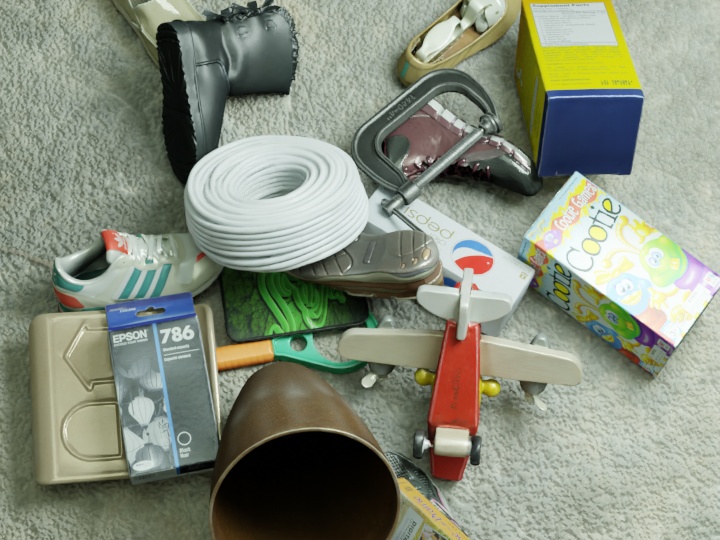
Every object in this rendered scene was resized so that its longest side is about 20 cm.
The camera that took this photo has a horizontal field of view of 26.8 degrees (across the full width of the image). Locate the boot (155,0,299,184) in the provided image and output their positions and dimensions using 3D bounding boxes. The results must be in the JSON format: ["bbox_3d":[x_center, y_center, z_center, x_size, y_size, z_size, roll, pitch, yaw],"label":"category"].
[{"bbox_3d":[-0.147,-0.209,1.734,0.161,0.073,0.201,-16,109,-36],"label":"boot"}]

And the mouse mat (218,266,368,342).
[{"bbox_3d":[-0.083,-0.018,1.694,0.159,0.008,0.202,-8,63,-6],"label":"mouse mat"}]

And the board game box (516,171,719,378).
[{"bbox_3d":[0.280,0.006,1.660,0.199,0.105,0.103,37,71,13],"label":"board game box"}]

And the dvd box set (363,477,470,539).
[{"bbox_3d":[0.071,0.322,1.483,0.200,0.029,0.147,39,114,31],"label":"dvd box set"}]

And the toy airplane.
[{"bbox_3d":[0.103,0.094,1.595,0.199,0.141,0.200,-40,93,12],"label":"toy airplane"}]

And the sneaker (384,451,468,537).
[{"bbox_3d":[0.074,0.265,1.551,0.080,0.087,0.201,-33,72,-17],"label":"sneaker"}]

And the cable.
[{"bbox_3d":[-0.092,-0.077,1.634,0.198,0.070,0.201,-12,34,-4],"label":"cable"}]

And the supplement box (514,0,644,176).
[{"bbox_3d":[0.242,-0.209,1.707,0.107,0.110,0.201,-1,42,-3],"label":"supplement box"}]

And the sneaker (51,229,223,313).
[{"bbox_3d":[-0.240,-0.008,1.638,0.198,0.094,0.071,-18,53,-8],"label":"sneaker"}]

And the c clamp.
[{"bbox_3d":[0.082,-0.135,1.680,0.170,0.027,0.200,36,71,29],"label":"c clamp"}]

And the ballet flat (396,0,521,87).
[{"bbox_3d":[0.125,-0.289,1.797,0.069,0.063,0.200,42,71,13],"label":"ballet flat"}]

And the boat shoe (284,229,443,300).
[{"bbox_3d":[0.000,0.000,1.634,0.198,0.072,0.076,7,56,31],"label":"boat shoe"}]

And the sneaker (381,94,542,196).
[{"bbox_3d":[0.100,-0.111,1.720,0.199,0.076,0.116,31,69,21],"label":"sneaker"}]

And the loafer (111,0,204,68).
[{"bbox_3d":[-0.232,-0.297,1.779,0.076,0.068,0.200,-40,75,-17],"label":"loafer"}]

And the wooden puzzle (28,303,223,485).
[{"bbox_3d":[-0.249,0.133,1.609,0.197,0.046,0.187,-5,68,-7],"label":"wooden puzzle"}]

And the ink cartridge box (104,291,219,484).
[{"bbox_3d":[-0.207,0.115,1.575,0.098,0.039,0.202,-10,68,-9],"label":"ink cartridge box"}]

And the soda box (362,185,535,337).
[{"bbox_3d":[0.088,-0.012,1.671,0.199,0.064,0.068,31,52,10],"label":"soda box"}]

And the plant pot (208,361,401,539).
[{"bbox_3d":[-0.068,0.184,1.519,0.185,0.189,0.200,-9,28,-6],"label":"plant pot"}]

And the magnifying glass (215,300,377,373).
[{"bbox_3d":[-0.076,0.082,1.655,0.198,0.022,0.080,-11,68,-6],"label":"magnifying glass"}]
